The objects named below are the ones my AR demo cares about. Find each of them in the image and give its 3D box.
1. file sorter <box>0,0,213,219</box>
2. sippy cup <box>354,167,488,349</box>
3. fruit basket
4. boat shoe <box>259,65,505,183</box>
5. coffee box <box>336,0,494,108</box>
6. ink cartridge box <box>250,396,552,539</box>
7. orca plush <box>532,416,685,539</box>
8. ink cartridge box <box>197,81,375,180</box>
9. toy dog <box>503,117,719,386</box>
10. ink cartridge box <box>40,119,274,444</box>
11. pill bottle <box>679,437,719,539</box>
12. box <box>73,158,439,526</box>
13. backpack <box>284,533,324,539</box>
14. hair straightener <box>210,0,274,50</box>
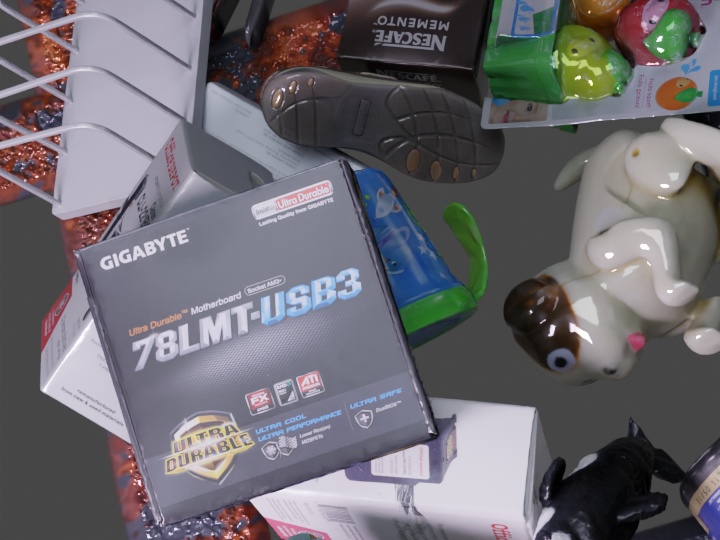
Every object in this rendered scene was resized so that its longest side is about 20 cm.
[{"bbox_3d":[-0.212,-0.164,1.636,0.139,0.124,0.200,-11,65,33],"label":"file sorter"},{"bbox_3d":[0.000,0.000,1.535,0.140,0.178,0.130,-29,81,27],"label":"sippy cup"},{"bbox_3d":[0.196,-0.186,1.588,0.200,0.094,0.185,-7,49,25],"label":"fruit basket"},{"bbox_3d":[0.017,-0.123,1.609,0.200,0.073,0.075,16,107,-19],"label":"boat shoe"},{"bbox_3d":[0.058,-0.235,1.665,0.113,0.080,0.200,6,70,12],"label":"coffee box"},{"bbox_3d":[0.032,0.147,1.481,0.200,0.145,0.084,5,70,11],"label":"ink cartridge box"},{"bbox_3d":[0.186,0.169,1.436,0.071,0.200,0.105,-5,99,35],"label":"orca plush"},{"bbox_3d":[-0.098,-0.026,1.638,0.162,0.057,0.200,30,94,19],"label":"ink cartridge box"},{"bbox_3d":[0.188,-0.007,1.524,0.194,0.140,0.200,26,74,32],"label":"toy dog"},{"bbox_3d":[-0.147,0.004,1.529,0.084,0.144,0.200,33,101,-17],"label":"ink cartridge box"},{"bbox_3d":[0.321,0.195,1.431,0.112,0.112,0.200,-35,67,-5],"label":"pill bottle"},{"bbox_3d":[-0.070,0.049,1.407,0.200,0.050,0.199,-18,84,4],"label":"box"},{"bbox_3d":[-0.021,0.264,1.414,0.126,0.200,0.167,27,76,19],"label":"backpack"},{"bbox_3d":[-0.055,-0.268,1.726,0.077,0.041,0.200,19,68,16],"label":"hair straightener"}]
